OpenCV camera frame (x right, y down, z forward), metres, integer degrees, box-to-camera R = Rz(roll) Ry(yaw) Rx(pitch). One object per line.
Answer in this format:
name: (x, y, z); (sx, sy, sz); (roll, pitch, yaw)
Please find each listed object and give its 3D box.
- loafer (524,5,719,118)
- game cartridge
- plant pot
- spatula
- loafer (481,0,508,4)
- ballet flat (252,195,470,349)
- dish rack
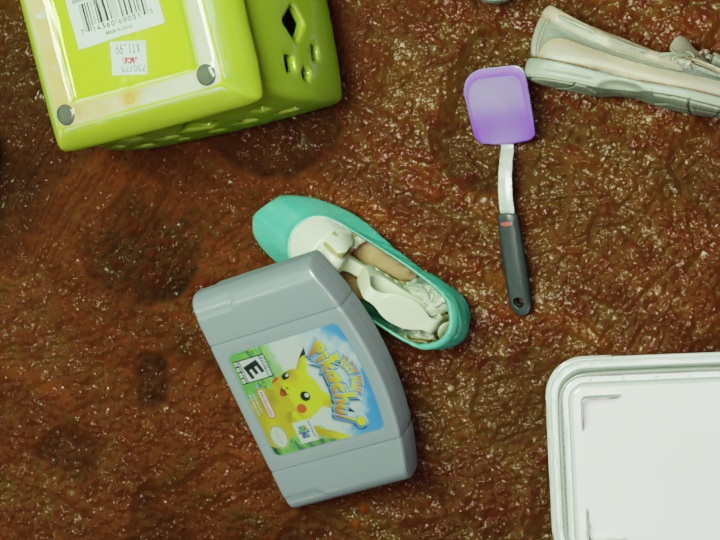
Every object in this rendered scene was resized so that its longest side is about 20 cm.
loafer: (0.229, -0.161, 1.371); (0.198, 0.072, 0.064); (11, 89, 8)
game cartridge: (-0.037, 0.088, 1.401); (0.132, 0.041, 0.201); (-19, 106, 23)
plant pot: (-0.147, -0.197, 1.332); (0.198, 0.181, 0.201); (-12, 95, 20)
spatula: (0.117, -0.062, 1.410); (0.056, 0.021, 0.202); (-2, 99, 28)
loafer: (0.037, -0.269, 1.377); (0.198, 0.070, 0.071); (23, 98, 4)
ballet flat: (0.000, 0.000, 1.407); (0.199, 0.070, 0.068); (30, 98, 3)
dish rack: (0.250, 0.154, 1.410); (0.198, 0.044, 0.174); (-3, 94, 5)
